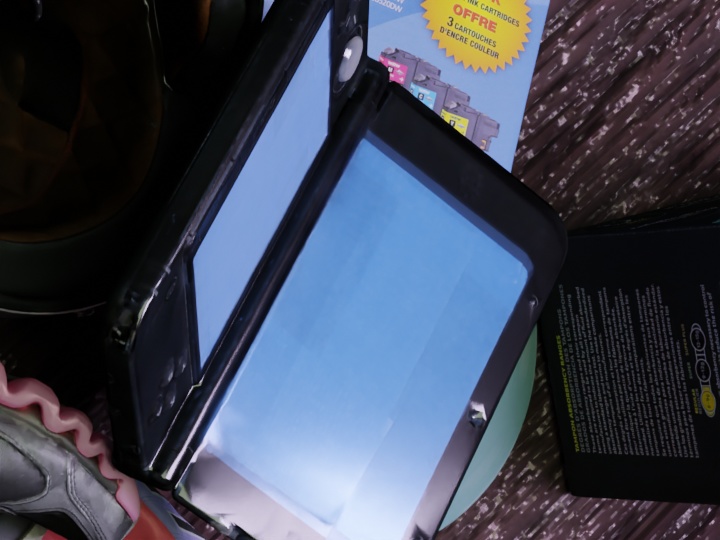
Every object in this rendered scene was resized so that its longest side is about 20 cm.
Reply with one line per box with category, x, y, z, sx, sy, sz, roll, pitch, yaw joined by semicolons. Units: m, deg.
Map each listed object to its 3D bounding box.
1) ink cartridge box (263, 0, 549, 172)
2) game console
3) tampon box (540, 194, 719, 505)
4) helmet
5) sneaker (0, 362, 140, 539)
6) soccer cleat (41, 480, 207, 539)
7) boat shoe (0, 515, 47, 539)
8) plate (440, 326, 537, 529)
ink cartridge box;0.003;-0.103;1.067;0.136;0.076;0.200;22;67;-23
game console;0.000;0.000;0.930;0.116;0.176;0.200;22;63;10
tampon box;0.197;0.029;1.121;0.150;0.200;0.126;-13;95;-30
helmet;-0.139;-0.085;0.928;0.200;0.191;0.200;10;47;-11
sneaker;-0.171;0.063;0.915;0.200;0.079;0.095;35;74;-27
soccer cleat;-0.064;0.144;1.047;0.200;0.067;0.076;49;27;-11
boat shoe;-0.208;0.114;0.946;0.200;0.073;0.063;-26;103;-26
plate;0.002;0.026;1.105;0.200;0.026;0.200;2;86;-31
